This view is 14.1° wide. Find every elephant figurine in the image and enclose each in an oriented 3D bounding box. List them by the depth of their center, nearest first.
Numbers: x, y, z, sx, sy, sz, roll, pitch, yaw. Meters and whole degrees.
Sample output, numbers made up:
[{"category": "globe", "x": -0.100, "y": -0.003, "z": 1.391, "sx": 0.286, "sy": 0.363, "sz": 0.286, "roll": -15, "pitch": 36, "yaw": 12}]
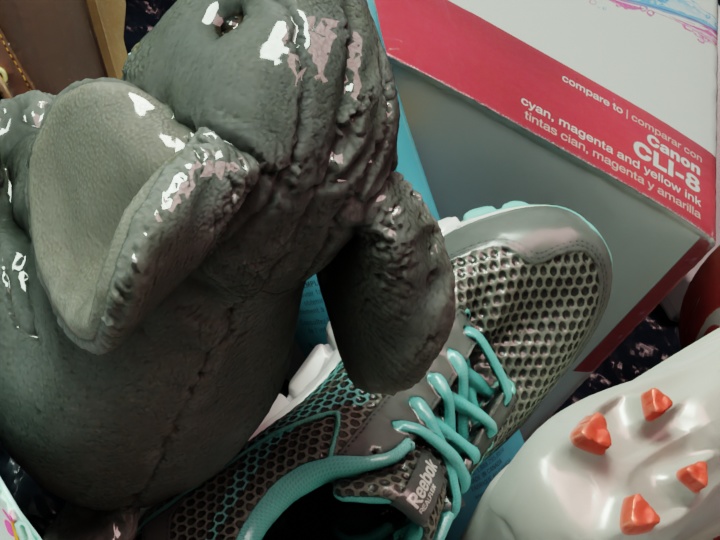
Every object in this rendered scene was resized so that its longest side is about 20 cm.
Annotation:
[{"category": "elephant figurine", "x": -0.039, "y": -0.022, "z": 0.796, "sx": 0.142, "sy": 0.200, "sz": 0.155, "roll": -38, "pitch": 95, "yaw": -36}]

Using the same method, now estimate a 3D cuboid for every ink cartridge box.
[{"category": "ink cartridge box", "x": 0.032, "y": -0.062, "z": 1.043, "sx": 0.145, "sy": 0.145, "sz": 0.200, "roll": 27, "pitch": 39, "yaw": -16}]

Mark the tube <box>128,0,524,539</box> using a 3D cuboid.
[{"category": "tube", "x": 0.000, "y": 0.000, "z": 0.940, "sx": 0.050, "sy": 0.077, "sz": 0.200, "roll": -104, "pitch": 171, "yaw": -58}]

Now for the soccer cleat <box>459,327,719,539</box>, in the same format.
[{"category": "soccer cleat", "x": 0.115, "y": 0.052, "z": 0.925, "sx": 0.200, "sy": 0.078, "sz": 0.069, "roll": -16, "pitch": 77, "yaw": -37}]

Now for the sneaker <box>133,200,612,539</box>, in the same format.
[{"category": "sneaker", "x": 0.010, "y": 0.057, "z": 0.880, "sx": 0.200, "sy": 0.091, "sz": 0.078, "roll": -41, "pitch": 116, "yaw": -14}]

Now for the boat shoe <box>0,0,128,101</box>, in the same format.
[{"category": "boat shoe", "x": -0.102, "y": -0.044, "z": 0.931, "sx": 0.070, "sy": 0.070, "sz": 0.200, "roll": -18, "pitch": 103, "yaw": -14}]

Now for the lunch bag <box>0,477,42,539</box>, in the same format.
[{"category": "lunch bag", "x": -0.194, "y": 0.050, "z": 0.767, "sx": 0.200, "sy": 0.122, "sz": 0.170, "roll": -7, "pitch": 55, "yaw": -36}]

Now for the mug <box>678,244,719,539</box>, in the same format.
[{"category": "mug", "x": 0.191, "y": 0.097, "z": 1.023, "sx": 0.177, "sy": 0.133, "sz": 0.200, "roll": 28, "pitch": 40, "yaw": -13}]

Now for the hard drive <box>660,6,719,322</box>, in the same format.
[{"category": "hard drive", "x": 0.129, "y": -0.067, "z": 1.226, "sx": 0.132, "sy": 0.027, "sz": 0.200, "roll": -5, "pitch": 54, "yaw": -42}]
